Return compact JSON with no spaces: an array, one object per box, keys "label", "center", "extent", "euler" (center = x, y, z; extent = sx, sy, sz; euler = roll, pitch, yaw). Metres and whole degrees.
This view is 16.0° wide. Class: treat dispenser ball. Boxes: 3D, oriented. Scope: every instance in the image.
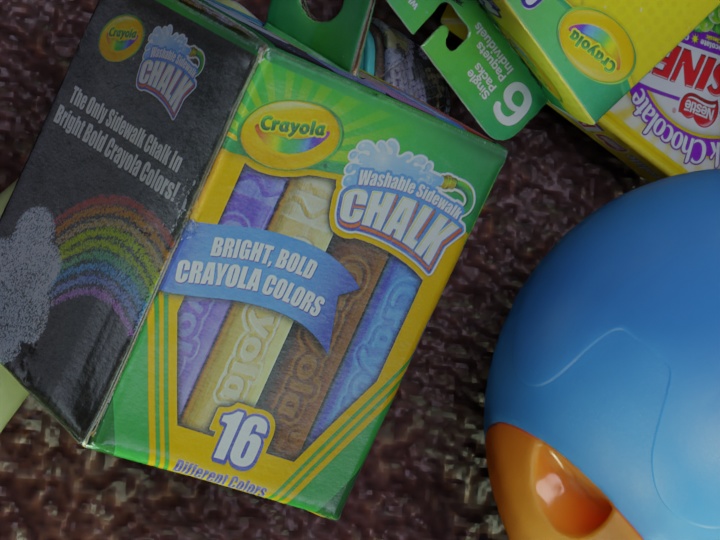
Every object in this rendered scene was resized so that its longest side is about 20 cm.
[{"label":"treat dispenser ball","center":[0.147,0.061,1.011],"extent":[0.199,0.201,0.203],"euler":[2,83,-17]}]

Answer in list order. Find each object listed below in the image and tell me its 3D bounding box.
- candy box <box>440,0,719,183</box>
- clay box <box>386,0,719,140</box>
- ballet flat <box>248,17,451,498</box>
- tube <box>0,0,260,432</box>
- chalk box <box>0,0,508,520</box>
[{"label":"candy box","center":[0.126,-0.097,1.078],"extent":[0.199,0.026,0.103],"euler":[33,78,-34]},{"label":"clay box","center":[0.103,-0.149,0.990],"extent":[0.200,0.048,0.115],"euler":[-44,117,-7]},{"label":"ballet flat","center":[0.000,0.000,1.046],"extent":[0.072,0.072,0.202],"euler":[16,81,-15]},{"label":"tube","center":[-0.107,-0.023,1.024],"extent":[0.058,0.052,0.200],"euler":[39,76,26]},{"label":"chalk box","center":[-0.041,-0.032,0.959],"extent":[0.123,0.124,0.201],"euler":[22,97,-38]}]
